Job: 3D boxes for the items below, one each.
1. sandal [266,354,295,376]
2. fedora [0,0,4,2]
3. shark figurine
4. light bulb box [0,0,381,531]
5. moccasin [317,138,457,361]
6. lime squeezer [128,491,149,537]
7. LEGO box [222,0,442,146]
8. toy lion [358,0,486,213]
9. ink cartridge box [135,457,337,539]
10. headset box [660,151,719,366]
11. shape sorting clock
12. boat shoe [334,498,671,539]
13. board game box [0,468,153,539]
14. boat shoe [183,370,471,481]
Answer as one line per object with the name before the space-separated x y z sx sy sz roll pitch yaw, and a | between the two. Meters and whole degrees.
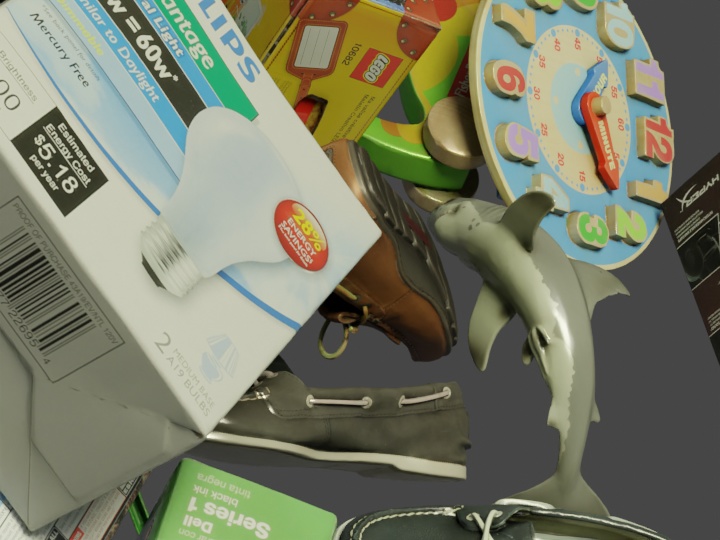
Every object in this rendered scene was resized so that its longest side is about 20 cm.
sandal | -0.117 0.023 1.073 0.200 0.048 0.075 36 54 0
fedora | -0.180 -0.127 1.093 0.091 0.200 0.201 12 49 -54
shark figurine | 0.119 0.037 1.112 0.089 0.128 0.215 -4 68 -35
light bulb box | -0.121 -0.029 0.897 0.199 0.125 0.200 55 35 -11
moccasin | 0.000 0.001 1.069 0.077 0.201 0.074 -23 66 11
lime squeezer | -0.151 0.043 1.022 0.038 0.201 0.071 -15 17 5
LEGO box | -0.053 -0.118 1.072 0.077 0.200 0.149 16 40 -30
toy lion | 0.013 -0.154 1.240 0.191 0.069 0.200 23 53 0
ink cartridge box | -0.090 0.212 0.903 0.084 0.146 0.201 23 53 -7
headset box | 0.291 0.029 1.213 0.148 0.077 0.201 3 59 -34
shape sorting clock | 0.135 -0.099 1.209 0.200 0.039 0.201 17 68 -49
boat shoe | 0.084 0.155 1.067 0.199 0.060 0.076 7 54 -20
board game box | -0.208 0.069 0.911 0.200 0.097 0.160 51 35 -16
boat shoe | -0.026 0.077 1.051 0.199 0.067 0.057 11 75 -34
